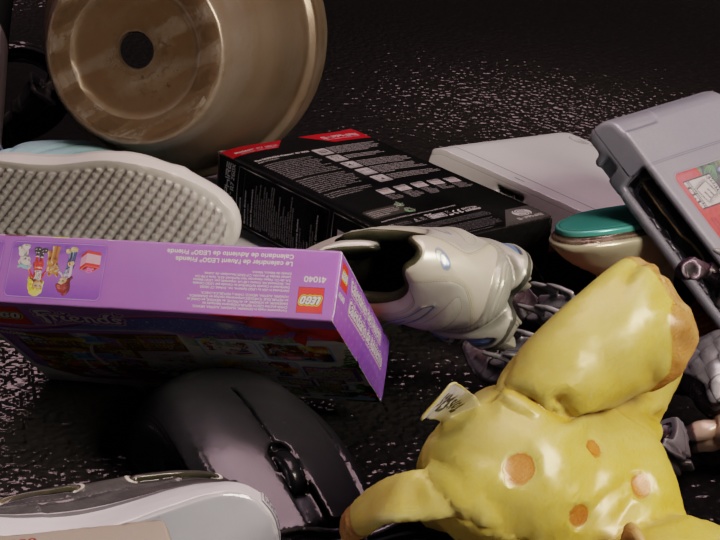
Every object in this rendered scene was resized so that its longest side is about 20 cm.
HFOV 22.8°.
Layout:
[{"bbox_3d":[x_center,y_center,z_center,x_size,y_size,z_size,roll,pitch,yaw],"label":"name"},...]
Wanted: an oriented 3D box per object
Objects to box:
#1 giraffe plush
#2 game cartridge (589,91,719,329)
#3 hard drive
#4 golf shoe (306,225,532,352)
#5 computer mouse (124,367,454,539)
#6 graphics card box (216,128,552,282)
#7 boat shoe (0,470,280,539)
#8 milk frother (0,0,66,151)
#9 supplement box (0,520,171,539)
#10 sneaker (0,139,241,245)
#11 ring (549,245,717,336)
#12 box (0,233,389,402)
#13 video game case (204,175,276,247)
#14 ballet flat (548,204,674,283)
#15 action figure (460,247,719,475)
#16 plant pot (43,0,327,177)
[{"bbox_3d":[0.109,0.109,0.746,0.162,0.173,0.200,48,21,13],"label":"giraffe plush"},{"bbox_3d":[0.238,-0.022,1.090,0.133,0.041,0.201,-17,66,-48],"label":"game cartridge"},{"bbox_3d":[0.150,-0.060,1.265,0.131,0.027,0.199,26,19,27],"label":"hard drive"},{"bbox_3d":[0.000,0.000,1.003,0.097,0.079,0.199,23,-20,-39],"label":"golf shoe"},{"bbox_3d":[-0.045,0.092,0.887,0.138,0.053,0.199,-14,27,-35],"label":"computer mouse"},{"bbox_3d":[0.012,-0.036,1.162,0.125,0.051,0.199,-13,27,-41],"label":"graphics card box"},{"bbox_3d":[-0.135,0.123,0.770,0.198,0.071,0.066,-13,14,-16],"label":"boat shoe"},{"bbox_3d":[-0.284,-0.118,1.283,0.199,0.180,0.190,21,46,-30],"label":"milk frother"},{"bbox_3d":[-0.114,0.174,0.640,0.125,0.074,0.200,-3,23,-15],"label":"supplement box"},{"bbox_3d":[-0.158,-0.054,1.148,0.198,0.075,0.082,12,27,19],"label":"sneaker"},{"bbox_3d":[0.152,0.014,1.157,0.198,0.019,0.201,3,21,-1],"label":"ring"},{"bbox_3d":[-0.093,0.026,0.938,0.198,0.040,0.137,3,-20,12],"label":"box"},{"bbox_3d":[-0.121,-0.027,1.214,0.198,0.024,0.182,-2,22,-13],"label":"video game case"},{"bbox_3d":[0.196,-0.019,1.137,0.199,0.070,0.069,-21,31,-39],"label":"ballet flat"},{"bbox_3d":[0.160,0.049,0.976,0.198,0.070,0.131,6,51,35],"label":"action figure"},{"bbox_3d":[-0.132,-0.152,1.188,0.198,0.202,0.174,6,11,6],"label":"plant pot"}]
